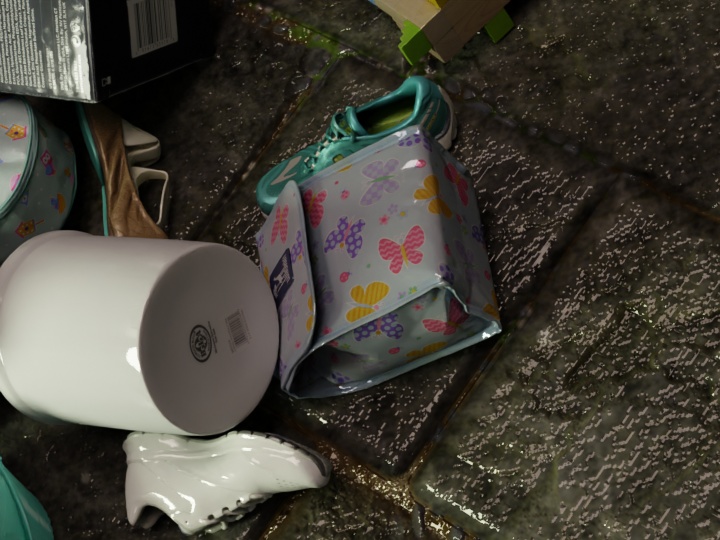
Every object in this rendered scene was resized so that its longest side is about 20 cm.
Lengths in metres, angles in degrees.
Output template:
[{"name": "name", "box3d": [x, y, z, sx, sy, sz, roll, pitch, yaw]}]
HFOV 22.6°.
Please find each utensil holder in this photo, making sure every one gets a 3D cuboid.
[{"name": "utensil holder", "box3d": [-0.193, 0.053, 1.521, 0.199, 0.170, 0.171, 3, 63, 44]}]

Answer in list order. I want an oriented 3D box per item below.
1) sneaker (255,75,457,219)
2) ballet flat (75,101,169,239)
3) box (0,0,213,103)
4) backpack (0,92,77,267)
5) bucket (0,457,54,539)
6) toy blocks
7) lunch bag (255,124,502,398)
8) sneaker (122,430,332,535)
[{"name": "sneaker", "box3d": [-0.012, -0.114, 1.618, 0.199, 0.080, 0.078, -30, 54, 7]}, {"name": "ballet flat", "box3d": [-0.220, -0.090, 1.716, 0.072, 0.068, 0.201, -13, 56, -7]}, {"name": "box", "box3d": [-0.279, -0.246, 1.732, 0.199, 0.118, 0.197, 8, 22, 28]}, {"name": "backpack", "box3d": [-0.378, -0.085, 1.726, 0.199, 0.153, 0.176, -13, 54, 15]}, {"name": "bucket", "box3d": [-0.370, 0.237, 1.547, 0.206, 0.135, 0.208, -12, 58, 19]}, {"name": "toy blocks", "box3d": [0.085, -0.285, 1.675, 0.200, 0.100, 0.137, -44, 43, -3]}, {"name": "lunch bag", "box3d": [0.000, 0.000, 1.523, 0.199, 0.127, 0.170, -24, 54, 25]}, {"name": "sneaker", "box3d": [-0.112, 0.179, 1.514, 0.199, 0.074, 0.088, -5, 72, 30]}]
